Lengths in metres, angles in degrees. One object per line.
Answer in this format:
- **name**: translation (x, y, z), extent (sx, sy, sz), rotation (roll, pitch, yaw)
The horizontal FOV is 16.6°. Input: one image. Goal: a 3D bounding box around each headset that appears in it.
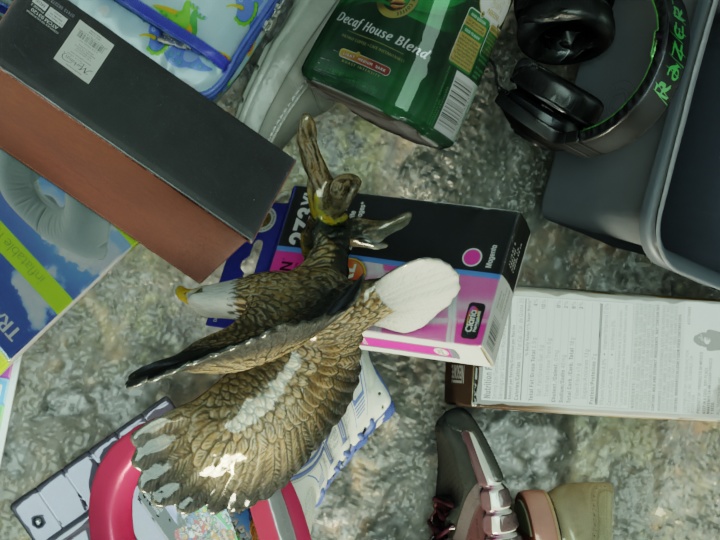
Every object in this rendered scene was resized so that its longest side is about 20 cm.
- **headset**: translation (0.114, -0.137, 1.564), extent (0.094, 0.199, 0.124), rotation (23, 72, -40)

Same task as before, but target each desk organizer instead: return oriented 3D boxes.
- **desk organizer**: translation (-0.149, -0.083, 1.526), extent (0.200, 0.077, 0.072), rotation (35, 54, -12)

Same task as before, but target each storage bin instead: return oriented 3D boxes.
- **storage bin**: translation (0.211, -0.092, 1.595), extent (0.145, 0.134, 0.201), rotation (20, 84, -39)

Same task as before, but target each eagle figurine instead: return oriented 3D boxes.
- **eagle figurine**: translation (-0.051, 0.038, 1.442), extent (0.152, 0.151, 0.201), rotation (44, 51, -26)

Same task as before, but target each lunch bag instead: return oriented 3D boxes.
- **lunch bag**: translation (-0.145, -0.200, 1.573), extent (0.199, 0.082, 0.161), rotation (33, 77, -4)

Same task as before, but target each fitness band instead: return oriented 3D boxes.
- **fitness band**: translation (-0.095, 0.186, 1.527), extent (0.143, 0.037, 0.201), rotation (-14, 90, 30)

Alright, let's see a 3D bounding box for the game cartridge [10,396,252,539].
- **game cartridge**: translation (-0.117, 0.196, 1.592), extent (0.129, 0.038, 0.200), rotation (-35, 92, -4)

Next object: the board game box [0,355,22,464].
- **board game box**: translation (-0.287, 0.072, 1.572), extent (0.134, 0.034, 0.201), rotation (11, 86, -8)

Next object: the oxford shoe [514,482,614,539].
- **oxford shoe**: translation (0.157, 0.236, 1.609), extent (0.073, 0.071, 0.201), rotation (-12, 89, -11)

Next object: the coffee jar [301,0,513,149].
- **coffee jar**: translation (0.051, -0.184, 1.538), extent (0.104, 0.085, 0.201), rotation (25, 87, 31)

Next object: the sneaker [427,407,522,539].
- **sneaker**: translation (0.048, 0.197, 1.594), extent (0.115, 0.076, 0.201), rotation (-15, 90, -5)

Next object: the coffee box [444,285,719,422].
- **coffee box**: translation (0.161, 0.054, 1.596), extent (0.199, 0.114, 0.080), rotation (4, 87, -7)

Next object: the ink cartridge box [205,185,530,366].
- **ink cartridge box**: translation (0.000, 0.000, 1.543), extent (0.199, 0.037, 0.095), rotation (6, 66, 24)

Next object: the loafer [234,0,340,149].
- **loafer**: translation (-0.026, -0.135, 1.601), extent (0.070, 0.070, 0.201), rotation (27, 83, 3)

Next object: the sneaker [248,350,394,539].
- **sneaker**: translation (-0.020, 0.098, 1.576), extent (0.088, 0.075, 0.201), rotation (12, 74, -13)

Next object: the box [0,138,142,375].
- **box**: translation (-0.217, -0.026, 1.540), extent (0.122, 0.048, 0.200), rotation (46, 56, -4)
